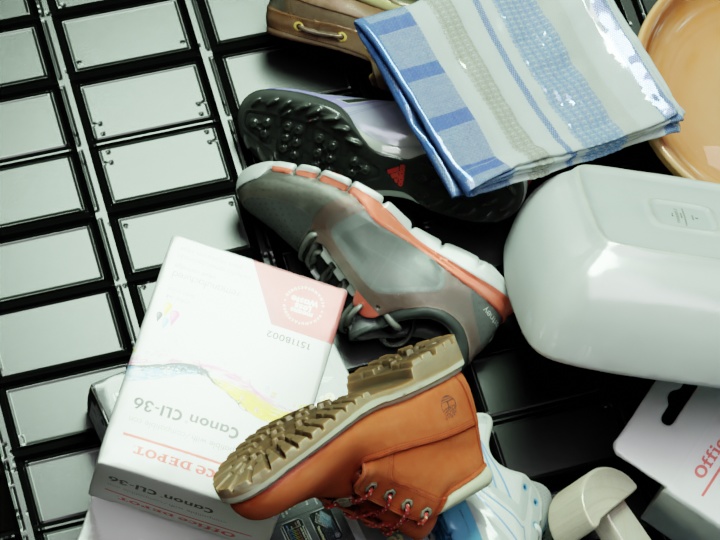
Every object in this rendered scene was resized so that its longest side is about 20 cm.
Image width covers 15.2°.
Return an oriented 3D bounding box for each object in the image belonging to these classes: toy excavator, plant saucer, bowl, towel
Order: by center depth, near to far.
[{"bbox_3d":[0.183,0.244,1.654,0.194,0.100,0.200,37,42,-16],"label":"toy excavator"},{"bbox_3d":[0.198,-0.004,1.716,0.200,0.075,0.200,9,23,-7],"label":"bowl"},{"bbox_3d":[0.108,-0.131,1.772,0.200,0.024,0.147,-19,72,-34],"label":"towel"},{"bbox_3d":[0.282,-0.121,1.858,0.200,0.037,0.200,3,67,-8],"label":"plant saucer"}]

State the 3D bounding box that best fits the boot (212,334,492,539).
[{"bbox_3d":[0.003,0.120,1.591,0.200,0.075,0.107,-25,99,-41],"label":"boot"}]

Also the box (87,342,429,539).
[{"bbox_3d":[-0.062,0.136,1.688,0.158,0.048,0.200,-21,72,-18],"label":"box"}]

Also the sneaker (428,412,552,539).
[{"bbox_3d":[0.090,0.174,1.686,0.087,0.075,0.200,-16,71,-21],"label":"sneaker"}]

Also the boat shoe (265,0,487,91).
[{"bbox_3d":[0.030,-0.152,1.822,0.200,0.072,0.068,24,99,-7],"label":"boat shoe"}]

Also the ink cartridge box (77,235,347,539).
[{"bbox_3d":[-0.092,0.093,1.637,0.116,0.068,0.200,17,65,-3],"label":"ink cartridge box"}]

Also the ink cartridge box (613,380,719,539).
[{"bbox_3d":[0.263,0.139,1.727,0.200,0.068,0.115,35,67,6],"label":"ink cartridge box"}]

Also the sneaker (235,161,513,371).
[{"bbox_3d":[0.000,0.000,1.744,0.200,0.077,0.082,28,72,4],"label":"sneaker"}]

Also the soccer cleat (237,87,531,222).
[{"bbox_3d":[0.018,-0.085,1.795,0.200,0.068,0.073,13,32,8],"label":"soccer cleat"}]
